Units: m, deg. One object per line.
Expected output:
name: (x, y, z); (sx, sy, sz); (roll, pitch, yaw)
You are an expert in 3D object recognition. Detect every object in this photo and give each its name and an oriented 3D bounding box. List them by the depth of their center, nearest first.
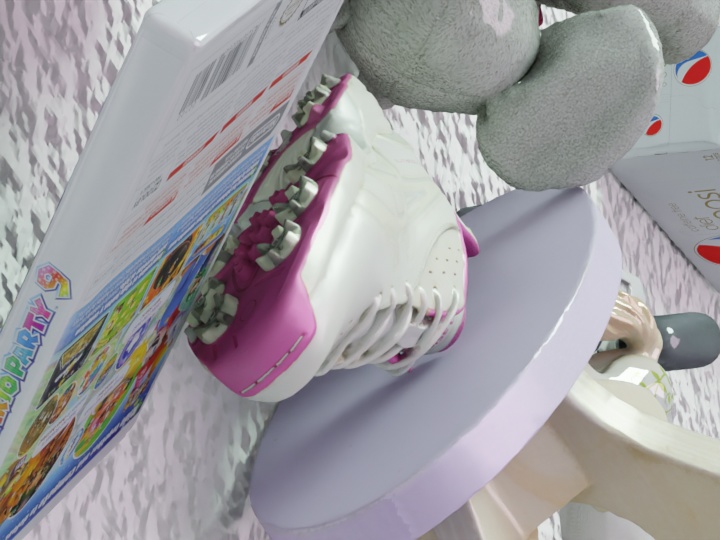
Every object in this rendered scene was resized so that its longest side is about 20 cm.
video game case: (-0.061, -0.006, 0.781); (0.200, 0.018, 0.143); (-63, 173, 29)
golf shoe: (0.000, 0.000, 0.928); (0.091, 0.075, 0.200); (42, 21, -10)
toy table: (0.051, 0.070, 1.007); (0.117, 0.183, 0.200); (56, 48, -20)
plush elephant: (0.047, -0.113, 1.062); (0.165, 0.155, 0.200); (43, -9, -1)
unicorn figurine: (0.093, 0.103, 1.179); (0.137, 0.074, 0.201); (-1, 111, -44)
can opener: (0.103, 0.011, 1.245); (0.200, 0.067, 0.054); (24, 64, -64)
soda box: (0.184, -0.052, 1.450); (0.200, 0.063, 0.068); (40, 50, -58)
